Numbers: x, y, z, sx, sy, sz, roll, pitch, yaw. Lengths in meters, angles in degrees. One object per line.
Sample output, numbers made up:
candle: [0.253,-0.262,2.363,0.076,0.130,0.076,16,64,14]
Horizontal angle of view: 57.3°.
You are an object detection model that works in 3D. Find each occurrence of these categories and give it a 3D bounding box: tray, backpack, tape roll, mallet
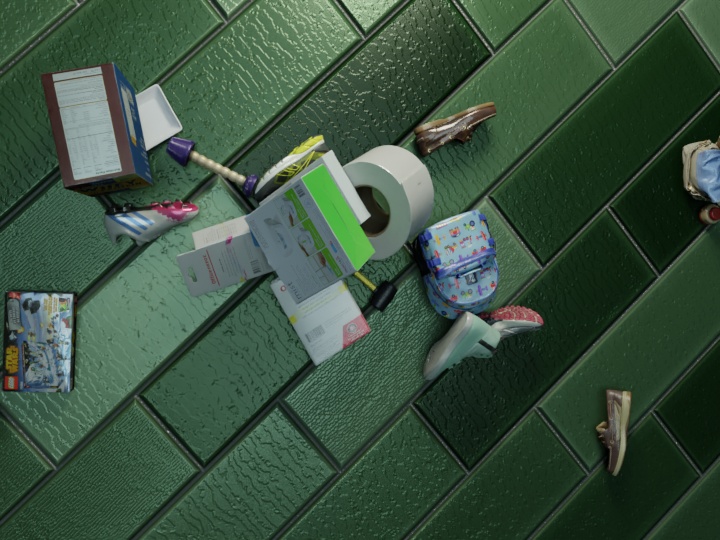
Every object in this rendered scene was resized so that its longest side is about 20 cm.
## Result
tray: [-0.484,-0.295,1.388,0.197,0.022,0.109,-32,97,-7]
backpack: [0.218,-0.005,1.437,0.177,0.135,0.206,-15,80,-9]
tape roll: [0.041,-0.143,1.373,0.197,0.139,0.209,11,116,23]
mallet: [0.000,0.000,1.470,0.066,0.041,0.200,-43,94,-4]

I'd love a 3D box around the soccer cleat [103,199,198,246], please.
soccer cleat: [-0.436,-0.099,1.386,0.193,0.070,0.089,-4,108,-7]

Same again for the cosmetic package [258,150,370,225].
cosmetic package: [-0.095,-0.124,1.343,0.198,0.052,0.153,-29,98,35]

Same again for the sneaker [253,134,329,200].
sneaker: [-0.143,-0.206,1.420,0.198,0.074,0.085,-39,102,-3]

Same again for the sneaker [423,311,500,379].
sneaker: [0.226,0.191,1.460,0.116,0.075,0.202,26,124,-15]

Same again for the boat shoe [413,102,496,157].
boat shoe: [0.217,-0.315,1.479,0.195,0.070,0.072,-22,88,0]

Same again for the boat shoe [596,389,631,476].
boat shoe: [0.598,0.383,1.569,0.070,0.072,0.207,8,102,21]

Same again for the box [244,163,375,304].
box: [-0.101,-0.067,1.282,0.174,0.097,0.203,-28,98,35]

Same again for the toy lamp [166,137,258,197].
toy lamp: [-0.317,-0.222,1.401,0.196,0.058,0.059,28,87,-10]

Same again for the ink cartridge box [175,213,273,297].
ink cartridge box: [-0.279,-0.034,1.381,0.194,0.068,0.118,-19,129,-9]

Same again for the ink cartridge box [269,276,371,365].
ink cartridge box: [-0.086,0.075,1.426,0.143,0.083,0.204,-29,96,0]

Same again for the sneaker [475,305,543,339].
sneaker: [0.319,0.132,1.507,0.193,0.081,0.077,-8,109,5]

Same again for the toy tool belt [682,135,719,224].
toy tool belt: [0.838,-0.211,1.556,0.121,0.123,0.206,-15,94,-8]

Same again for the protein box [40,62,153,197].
protein box: [-0.500,-0.263,1.274,0.131,0.198,0.207,-11,93,-8]

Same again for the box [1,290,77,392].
box: [-0.662,0.146,1.362,0.132,0.040,0.207,3,91,-10]
